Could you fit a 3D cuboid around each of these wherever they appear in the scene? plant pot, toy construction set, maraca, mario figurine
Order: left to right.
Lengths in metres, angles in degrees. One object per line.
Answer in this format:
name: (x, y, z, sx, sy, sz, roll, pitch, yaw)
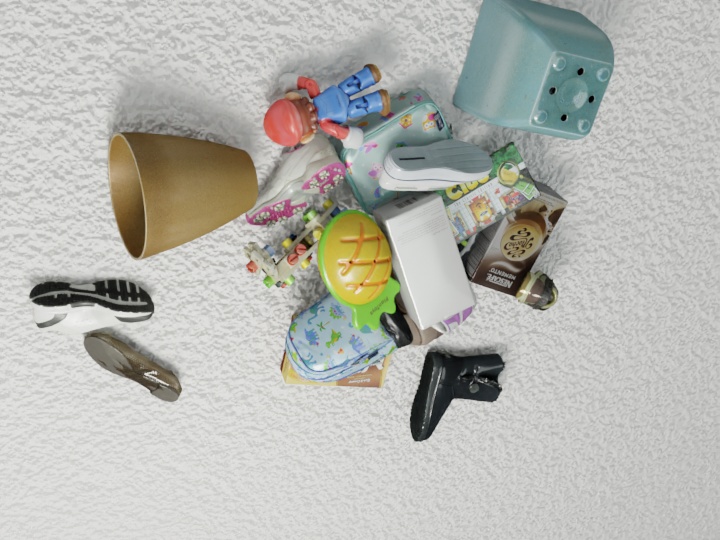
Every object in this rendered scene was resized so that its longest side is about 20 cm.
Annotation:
plant pot: (-0.263, -0.124, 1.333, 0.197, 0.186, 0.189, -11, 122, -29)
toy construction set: (-0.106, -0.035, 1.443, 0.198, 0.131, 0.093, -31, 92, -27)
mario figurine: (-0.058, -0.252, 1.365, 0.197, 0.125, 0.107, -20, 142, -5)
maraca: (0.000, 0.000, 1.394, 0.137, 0.106, 0.202, -40, 118, -27)
plant pot: (0.294, -0.309, 1.396, 0.192, 0.201, 0.199, 6, 116, -22)

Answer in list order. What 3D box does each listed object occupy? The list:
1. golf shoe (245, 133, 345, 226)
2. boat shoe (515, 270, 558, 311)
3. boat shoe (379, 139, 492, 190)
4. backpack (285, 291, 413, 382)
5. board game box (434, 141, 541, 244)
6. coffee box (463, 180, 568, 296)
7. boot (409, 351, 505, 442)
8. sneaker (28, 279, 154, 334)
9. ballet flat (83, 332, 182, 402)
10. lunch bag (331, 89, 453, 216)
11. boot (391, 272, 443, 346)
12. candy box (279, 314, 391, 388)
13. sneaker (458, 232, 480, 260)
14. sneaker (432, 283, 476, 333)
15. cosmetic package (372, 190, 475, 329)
golf shoe: (-0.114, -0.146, 1.428, 0.198, 0.093, 0.075, -31, 157, 23)
boat shoe: (0.333, 0.044, 1.618, 0.072, 0.066, 0.200, -58, 164, 8)
boat shoe: (0.118, -0.165, 1.413, 0.197, 0.075, 0.067, 0, 149, -25)
backpack: (-0.035, 0.105, 1.490, 0.198, 0.154, 0.165, -31, 83, 15)
board game box: (0.199, -0.124, 1.495, 0.198, 0.023, 0.106, -31, 96, 8)
coffee box: (0.273, -0.067, 1.591, 0.111, 0.080, 0.202, 16, 111, -27)
boot: (0.196, 0.256, 1.743, 0.165, 0.077, 0.204, 6, 109, -18)
sneaker: (-0.439, 0.064, 1.435, 0.196, 0.074, 0.081, 4, 131, -16)
ballet flat: (-0.390, 0.161, 1.514, 0.199, 0.047, 0.067, 37, 133, -26)
lunch bag: (0.064, -0.193, 1.452, 0.198, 0.077, 0.162, -29, 123, -2)
boot: (0.099, 0.039, 1.600, 0.144, 0.070, 0.204, -7, 102, -32)
candy box: (-0.041, 0.152, 1.618, 0.196, 0.057, 0.119, 7, 114, -20)
sneaker: (0.179, -0.118, 1.550, 0.081, 0.072, 0.203, 12, 109, -8)
sneaker: (0.128, 0.017, 1.545, 0.114, 0.072, 0.202, -40, 106, -33)
cosmetic package: (0.105, -0.020, 1.448, 0.106, 0.085, 0.203, -22, 111, -10)
